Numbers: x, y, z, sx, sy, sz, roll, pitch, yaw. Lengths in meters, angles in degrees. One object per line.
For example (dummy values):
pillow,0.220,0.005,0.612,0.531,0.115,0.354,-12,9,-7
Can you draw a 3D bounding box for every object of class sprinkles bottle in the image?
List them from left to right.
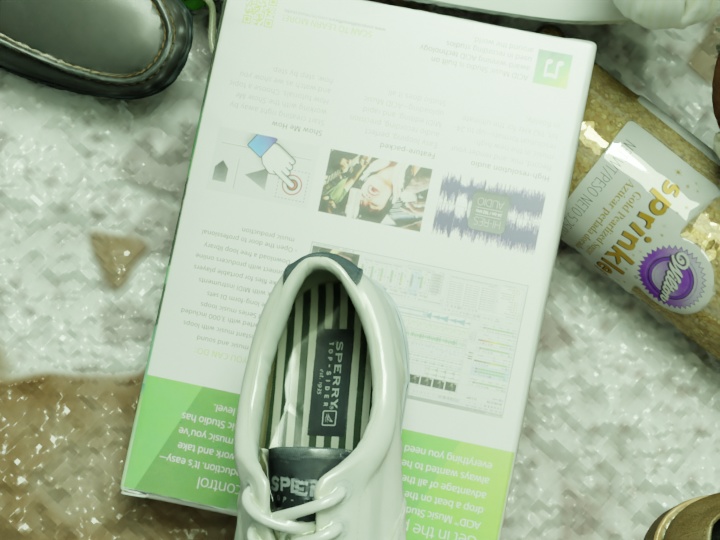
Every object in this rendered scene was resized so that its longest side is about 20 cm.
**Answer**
sprinkles bottle,0.132,-0.013,0.791,0.200,0.068,0.068,38,70,4

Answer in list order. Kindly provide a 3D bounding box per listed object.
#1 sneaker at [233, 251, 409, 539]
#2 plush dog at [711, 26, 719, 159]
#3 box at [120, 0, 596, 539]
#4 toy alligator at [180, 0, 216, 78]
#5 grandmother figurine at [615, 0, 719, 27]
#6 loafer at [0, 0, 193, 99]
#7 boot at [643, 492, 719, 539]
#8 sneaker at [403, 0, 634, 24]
sneaker,-0.019,0.091,0.662,0.072,0.071,0.202,-6,70,13
plush dog,0.237,-0.098,0.787,0.159,0.172,0.201,4,66,24
box,0.000,0.000,0.743,0.143,0.036,0.202,12,84,5
toy alligator,-0.073,-0.151,0.810,0.054,0.059,0.201,-14,77,-59
grandmother figurine,0.117,-0.180,0.748,0.120,0.061,0.201,-12,58,26
loafer,-0.158,-0.128,0.765,0.199,0.072,0.073,28,92,3
boot,0.215,0.104,0.765,0.198,0.076,0.074,-5,72,-13
sneaker,0.044,-0.143,0.770,0.198,0.074,0.083,6,99,-23
